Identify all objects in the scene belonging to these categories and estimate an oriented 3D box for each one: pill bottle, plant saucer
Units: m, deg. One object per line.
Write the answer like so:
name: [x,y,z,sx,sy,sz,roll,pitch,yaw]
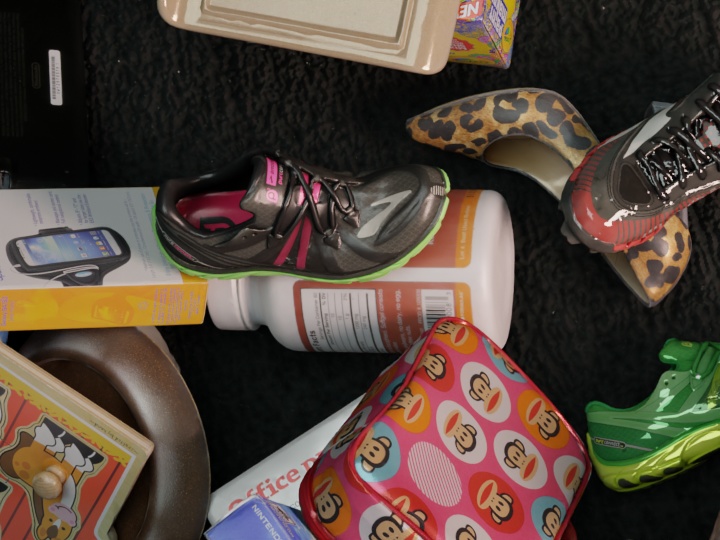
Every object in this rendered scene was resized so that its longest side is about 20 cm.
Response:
pill bottle: [0.000,0.000,1.568,0.199,0.112,0.113,1,78,12]
plant saucer: [-0.186,0.129,1.570,0.200,0.032,0.201,9,104,38]

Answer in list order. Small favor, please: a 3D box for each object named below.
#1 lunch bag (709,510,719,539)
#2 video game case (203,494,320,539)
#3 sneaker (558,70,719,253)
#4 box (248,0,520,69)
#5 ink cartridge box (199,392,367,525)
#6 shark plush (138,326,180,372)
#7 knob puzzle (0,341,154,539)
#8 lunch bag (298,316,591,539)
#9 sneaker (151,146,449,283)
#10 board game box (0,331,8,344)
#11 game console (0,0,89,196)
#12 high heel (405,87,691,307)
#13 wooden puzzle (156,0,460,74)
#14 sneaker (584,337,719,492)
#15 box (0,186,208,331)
lunch bag: [0.276,0.164,1.409,0.117,0.164,0.200,36,60,17]
video game case: [0.000,0.232,1.394,0.045,0.181,0.200,-38,75,1]
sneaker: [0.215,-0.079,1.505,0.200,0.098,0.071,-30,85,-28]
box: [0.014,-0.257,1.615,0.199,0.122,0.194,6,81,13]
ink cartridge box: [0.006,0.204,1.537,0.145,0.084,0.200,-33,74,4]
shark plush: [-0.166,0.079,1.631,0.083,0.091,0.200,-36,91,25]
knob puzzle: [-0.251,0.136,1.533,0.219,0.220,0.030,16,37,15]
lunch bag: [0.068,0.141,1.452,0.176,0.200,0.082,44,127,-3]
sneaker: [-0.041,-0.037,1.483,0.199,0.084,0.077,-8,62,8]
board game box: [-0.339,0.062,1.637,0.199,0.037,0.152,-1,77,32]
game console: [-0.295,-0.112,1.677,0.175,0.117,0.201,3,57,-17]
high heel: [0.127,-0.048,1.569,0.199,0.071,0.143,2,72,4]
wooden puzzle: [-0.022,-0.237,1.534,0.199,0.037,0.186,12,90,9]
sneaker: [0.238,0.075,1.520,0.199,0.074,0.084,-27,78,6]
box: [-0.212,-0.009,1.555,0.199,0.042,0.119,-3,36,-15]
